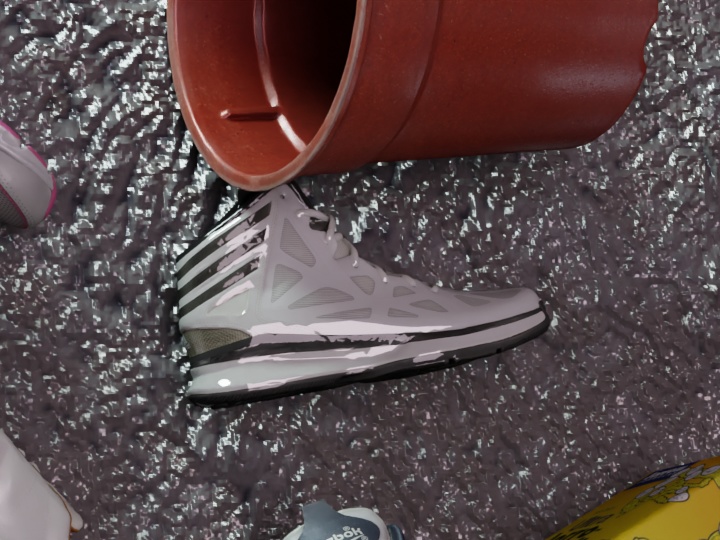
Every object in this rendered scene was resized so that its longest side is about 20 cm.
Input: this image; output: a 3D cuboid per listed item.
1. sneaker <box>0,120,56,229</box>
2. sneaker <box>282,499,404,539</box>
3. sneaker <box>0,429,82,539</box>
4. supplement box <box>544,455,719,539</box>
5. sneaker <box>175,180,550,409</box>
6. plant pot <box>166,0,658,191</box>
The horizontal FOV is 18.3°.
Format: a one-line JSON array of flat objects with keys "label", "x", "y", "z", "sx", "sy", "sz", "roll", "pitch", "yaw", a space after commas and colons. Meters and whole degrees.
[{"label": "sneaker", "x": -0.246, "y": -0.045, "z": 1.058, "sx": 0.200, "sy": 0.081, "sz": 0.088, "roll": 14, "pitch": 74, "yaw": -11}, {"label": "sneaker", "x": 0.002, "y": 0.162, "z": 1.055, "sx": 0.079, "sy": 0.199, "sz": 0.130, "roll": -11, "pitch": 71, "yaw": -19}, {"label": "sneaker", "x": -0.186, "y": 0.101, "z": 1.063, "sx": 0.085, "sy": 0.073, "sz": 0.200, "roll": -12, "pitch": 81, "yaw": -50}, {"label": "supplement box", "x": 0.129, "y": 0.189, "z": 1.146, "sx": 0.200, "sy": 0.109, "sz": 0.110, "roll": -28, "pitch": 90, "yaw": -26}, {"label": "sneaker", "x": 0.000, "y": 0.000, "z": 1.149, "sx": 0.200, "sy": 0.076, "sz": 0.115, "roll": -8, "pitch": 84, "yaw": -22}, {"label": "plant pot", "x": 0.032, "y": -0.138, "z": 1.140, "sx": 0.195, "sy": 0.201, "sz": 0.201, "roll": 1, "pitch": 78, "yaw": -32}]
